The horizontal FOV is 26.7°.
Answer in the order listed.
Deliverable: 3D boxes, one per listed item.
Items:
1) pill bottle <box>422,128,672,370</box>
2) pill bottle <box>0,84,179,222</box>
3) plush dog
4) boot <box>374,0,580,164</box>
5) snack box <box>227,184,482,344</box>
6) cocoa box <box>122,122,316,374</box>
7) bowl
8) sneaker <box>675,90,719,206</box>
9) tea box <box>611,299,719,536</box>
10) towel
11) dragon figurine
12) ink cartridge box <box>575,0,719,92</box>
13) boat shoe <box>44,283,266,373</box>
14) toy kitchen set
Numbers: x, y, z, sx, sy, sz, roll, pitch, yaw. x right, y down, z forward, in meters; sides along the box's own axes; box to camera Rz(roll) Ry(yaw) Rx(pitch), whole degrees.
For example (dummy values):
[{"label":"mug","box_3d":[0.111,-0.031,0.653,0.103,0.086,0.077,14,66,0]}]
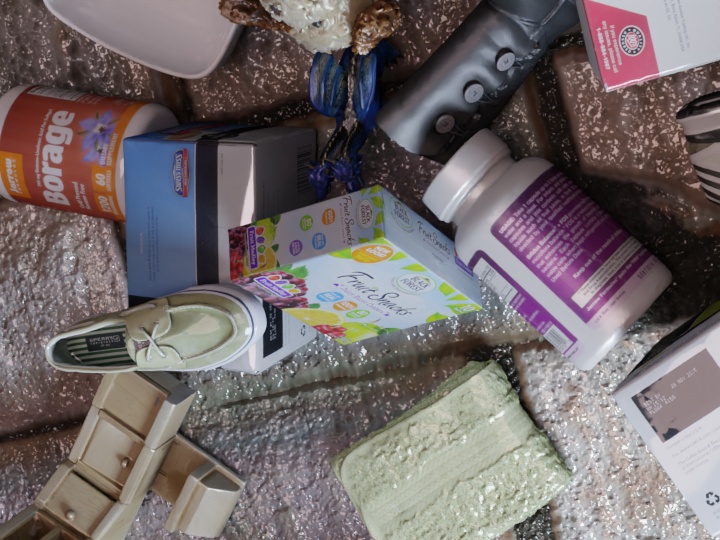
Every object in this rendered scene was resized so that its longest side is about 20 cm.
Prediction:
[{"label":"pill bottle","box_3d":[0.150,-0.022,1.259,0.200,0.112,0.112,43,112,8]},{"label":"pill bottle","box_3d":[-0.274,-0.111,1.404,0.199,0.112,0.113,10,104,19]},{"label":"plush dog","box_3d":[-0.045,-0.256,1.223,0.199,0.160,0.172,21,141,36]},{"label":"boot","box_3d":[0.079,-0.189,1.238,0.200,0.164,0.066,-44,39,24]},{"label":"snack box","box_3d":[0.000,0.000,1.275,0.142,0.200,0.053,-17,66,23]},{"label":"cocoa box","box_3d":[-0.123,-0.025,1.351,0.131,0.133,0.201,5,103,22]},{"label":"bowl","box_3d":[-0.170,-0.286,1.349,0.199,0.075,0.201,27,108,14]},{"label":"sneaker","box_3d":[0.358,-0.099,1.194,0.200,0.076,0.116,-12,105,31]},{"label":"tea box","box_3d":[0.325,0.074,1.163,0.200,0.197,0.134,-37,86,24]},{"label":"towel","box_3d":[0.080,0.185,1.368,0.200,0.036,0.149,-36,87,23]},{"label":"dragon figurine","box_3d":[-0.007,-0.160,1.297,0.059,0.099,0.201,7,103,19]},{"label":"ink cartridge box","box_3d":[0.260,-0.237,1.149,0.199,0.083,0.146,-15,107,6]},{"label":"boat shoe","box_3d":[-0.174,0.060,1.282,0.199,0.062,0.072,-12,98,25]},{"label":"toy kitchen set","box_3d":[-0.226,0.219,1.414,0.163,0.180,0.201,32,114,11]}]
